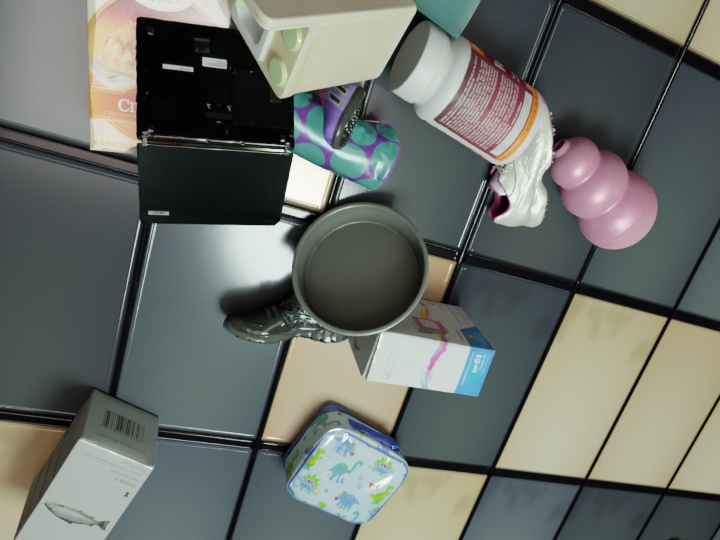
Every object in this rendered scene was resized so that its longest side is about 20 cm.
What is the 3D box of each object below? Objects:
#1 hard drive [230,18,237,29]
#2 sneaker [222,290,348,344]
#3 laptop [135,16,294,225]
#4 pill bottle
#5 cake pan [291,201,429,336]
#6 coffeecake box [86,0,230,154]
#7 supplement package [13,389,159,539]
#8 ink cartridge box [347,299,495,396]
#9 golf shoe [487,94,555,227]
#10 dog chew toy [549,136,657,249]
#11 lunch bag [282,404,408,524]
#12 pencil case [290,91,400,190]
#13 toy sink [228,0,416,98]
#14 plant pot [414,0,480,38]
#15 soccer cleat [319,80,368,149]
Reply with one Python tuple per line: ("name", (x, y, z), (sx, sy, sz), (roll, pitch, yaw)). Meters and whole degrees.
("hard drive", (-0.158, -0.316, 0.722), (0.131, 0.026, 0.201), (36, 98, -26))
("sneaker", (-0.110, 0.064, 0.885), (0.193, 0.073, 0.085), (0, 97, -22))
("laptop", (-0.170, -0.163, 0.682), (0.171, 0.103, 0.208), (-1, 88, -20))
("pill bottle", (0.142, -0.240, 0.793), (0.196, 0.115, 0.116), (24, 105, -24))
("cake pan", (0.000, 0.000, 0.828), (0.195, 0.205, 0.037), (-22, 154, -5))
("coffeecake box", (-0.230, -0.242, 0.675), (0.148, 0.073, 0.207), (2, 111, -17))
("supplement package", (-0.402, 0.308, 0.868), (0.115, 0.118, 0.202), (31, 102, -26))
("ink cartridge box", (0.087, 0.109, 0.909), (0.193, 0.145, 0.087), (10, 111, -20))
("golf shoe", (0.239, -0.160, 0.881), (0.088, 0.076, 0.207), (-7, 113, -9))
("dog chew toy", (0.369, -0.127, 0.910), (0.199, 0.125, 0.125), (39, 99, -18))
("lunch bag", (-0.022, 0.336, 1.011), (0.197, 0.083, 0.162), (32, 102, -26))
("pencil case", (-0.046, -0.187, 0.776), (0.195, 0.085, 0.095), (22, 86, -22))
("toy sink", (-0.063, -0.273, 0.614), (0.197, 0.133, 0.112), (-24, 165, -37))
("plant pot", (0.091, -0.405, 0.667), (0.157, 0.201, 0.205), (26, 105, -5))
("soccer cleat", (-0.028, -0.226, 0.717), (0.071, 0.204, 0.069), (19, 141, -7))
